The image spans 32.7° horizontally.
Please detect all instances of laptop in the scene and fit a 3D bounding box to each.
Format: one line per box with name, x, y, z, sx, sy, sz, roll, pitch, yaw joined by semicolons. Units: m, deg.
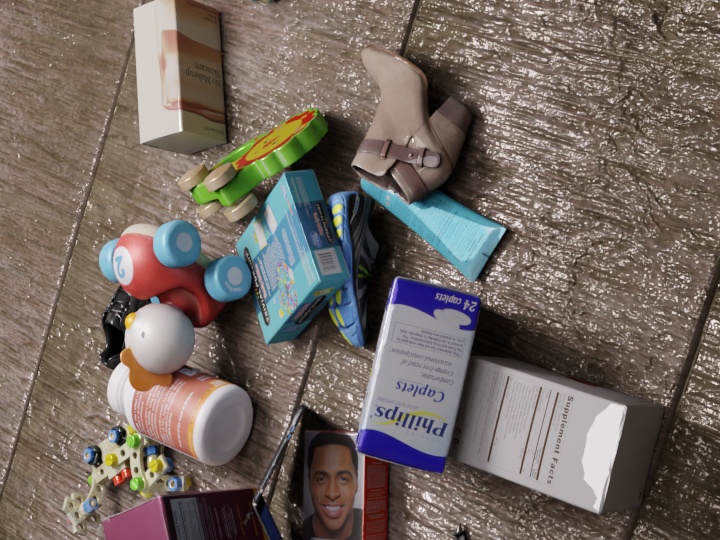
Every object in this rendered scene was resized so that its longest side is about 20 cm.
laptop;-0.078;0.283;1.550;0.102;0.177;0.202;27;84;-1

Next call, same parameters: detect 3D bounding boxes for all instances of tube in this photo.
tube;0.087;-0.072;1.537;0.199;0.050;0.078;38;110;26

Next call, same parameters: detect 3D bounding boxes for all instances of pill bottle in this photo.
pill bottle;-0.254;0.187;1.701;0.198;0.112;0.114;17;94;34

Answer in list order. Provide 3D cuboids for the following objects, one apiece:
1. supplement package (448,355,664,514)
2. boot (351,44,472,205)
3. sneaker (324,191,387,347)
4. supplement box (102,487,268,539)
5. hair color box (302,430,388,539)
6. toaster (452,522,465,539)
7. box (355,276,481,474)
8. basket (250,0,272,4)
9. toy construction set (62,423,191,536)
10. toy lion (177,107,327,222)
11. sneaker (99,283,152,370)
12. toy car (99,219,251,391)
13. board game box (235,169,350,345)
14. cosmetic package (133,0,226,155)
supplement package;0.217;0.180;1.372;0.198;0.121;0.122;16;93;34
boot;0.039;-0.180;1.536;0.199;0.070;0.147;36;77;23
sneaker;0.000;0.000;1.569;0.070;0.082;0.204;10;105;60
supplement box;-0.226;0.345;1.611;0.109;0.199;0.087;-25;72;29
hair color box;-0.020;0.306;1.558;0.100;0.061;0.204;-4;82;35
toaster;0.076;0.436;1.444;0.180;0.118;0.202;-40;65;23
box;0.065;0.118;1.428;0.103;0.184;0.204;13;88;2
basket;-0.153;-0.474;1.665;0.140;0.175;0.201;54;124;30
toy construction set;-0.343;0.297;1.770;0.198;0.092;0.133;-31;69;16
toy lion;-0.135;-0.150;1.645;0.191;0.069;0.199;-41;19;-17
sneaker;-0.329;0.053;1.780;0.075;0.090;0.204;4;86;36
toy car;-0.275;0.059;1.648;0.183;0.176;0.203;-12;51;48
board game box;-0.092;-0.014;1.598;0.200;0.046;0.153;-47;57;55
cosmetic package;-0.259;-0.279;1.761;0.086;0.103;0.204;-10;80;34
